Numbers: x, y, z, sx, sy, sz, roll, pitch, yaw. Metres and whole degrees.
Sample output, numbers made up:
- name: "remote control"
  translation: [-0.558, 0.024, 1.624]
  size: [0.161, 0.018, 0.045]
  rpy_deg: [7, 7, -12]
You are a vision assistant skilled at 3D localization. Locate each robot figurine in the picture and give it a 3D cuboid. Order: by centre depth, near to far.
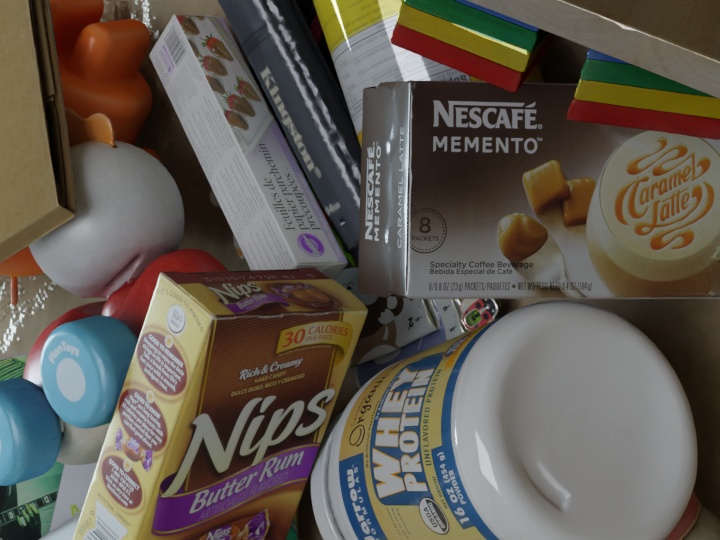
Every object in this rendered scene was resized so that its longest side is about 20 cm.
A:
- name: "robot figurine"
  translation: [-0.206, -0.079, 1.416]
  size: [0.200, 0.144, 0.117]
  rpy_deg: [-61, 23, 20]

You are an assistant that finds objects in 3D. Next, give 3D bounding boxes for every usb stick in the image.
- name: "usb stick"
  translation: [-0.033, -0.100, 1.304]
  size: [0.055, 0.033, 0.200]
  rpy_deg: [-30, 86, 57]

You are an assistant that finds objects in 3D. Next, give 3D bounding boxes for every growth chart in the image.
- name: "growth chart"
  translation: [0.000, 0.000, 1.345]
  size: [0.145, 0.018, 0.200]
  rpy_deg: [-41, 80, 33]

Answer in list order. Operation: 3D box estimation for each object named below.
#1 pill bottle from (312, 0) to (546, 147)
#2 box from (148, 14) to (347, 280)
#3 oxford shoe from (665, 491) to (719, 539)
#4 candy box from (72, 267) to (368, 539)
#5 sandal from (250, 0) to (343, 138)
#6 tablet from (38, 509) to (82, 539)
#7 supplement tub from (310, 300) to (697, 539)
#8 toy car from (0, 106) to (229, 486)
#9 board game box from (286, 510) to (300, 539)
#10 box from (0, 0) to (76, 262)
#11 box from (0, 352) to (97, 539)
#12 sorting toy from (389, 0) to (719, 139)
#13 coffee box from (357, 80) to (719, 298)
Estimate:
- name: "pill bottle"
  translation: [0.042, -0.119, 1.264]
  size: [0.112, 0.112, 0.200]
  rpy_deg: [-22, 84, 31]
- name: "box"
  translation: [-0.069, -0.069, 1.335]
  size: [0.041, 0.039, 0.200]
  rpy_deg: [-54, 51, 38]
- name: "oxford shoe"
  translation: [0.133, 0.191, 1.266]
  size: [0.075, 0.070, 0.200]
  rpy_deg: [43, 133, -12]
- name: "candy box"
  translation: [-0.082, 0.097, 1.244]
  size: [0.056, 0.117, 0.200]
  rpy_deg: [36, 117, 39]
- name: "sandal"
  translation: [-0.040, -0.164, 1.344]
  size: [0.075, 0.045, 0.200]
  rpy_deg: [9, 104, 29]
- name: "tablet"
  translation: [-0.149, 0.145, 1.340]
  size: [0.014, 0.200, 0.130]
  rpy_deg: [59, 157, -5]
- name: "supplement tub"
  translation: [0.072, 0.106, 1.217]
  size: [0.200, 0.145, 0.145]
  rpy_deg: [-28, 79, 57]
- name: "toy car"
  translation: [-0.154, 0.000, 1.337]
  size: [0.177, 0.184, 0.200]
  rpy_deg: [-34, 76, 43]
- name: "board game box"
  translation: [-0.082, 0.235, 1.400]
  size: [0.096, 0.030, 0.200]
  rpy_deg: [-3, 96, 2]
- name: "box"
  translation: [-0.255, -0.058, 1.342]
  size: [0.200, 0.021, 0.164]
  rpy_deg: [-29, 57, 27]
- name: "box"
  translation: [-0.188, 0.148, 1.417]
  size: [0.036, 0.144, 0.200]
  rpy_deg: [160, 98, -70]
- name: "sorting toy"
  translation: [0.125, -0.140, 1.142]
  size: [0.199, 0.200, 0.070]
  rpy_deg: [22, 122, 9]
- name: "coffee box"
  translation: [0.105, -0.042, 1.180]
  size: [0.080, 0.200, 0.114]
  rpy_deg: [-172, 83, -71]
